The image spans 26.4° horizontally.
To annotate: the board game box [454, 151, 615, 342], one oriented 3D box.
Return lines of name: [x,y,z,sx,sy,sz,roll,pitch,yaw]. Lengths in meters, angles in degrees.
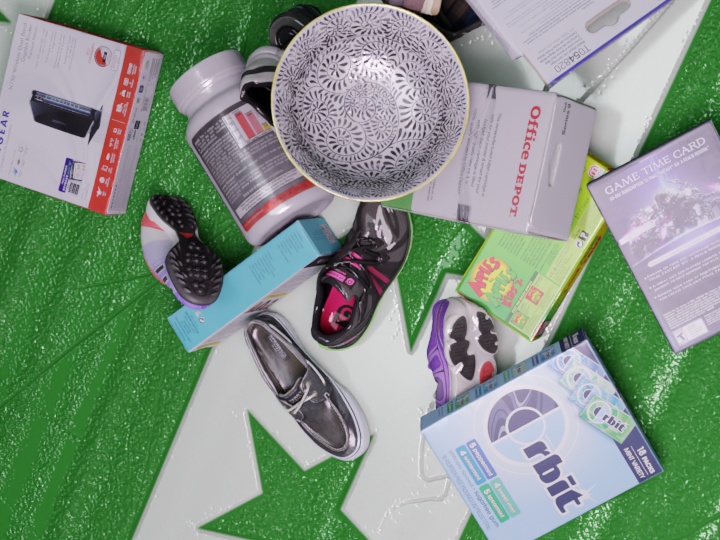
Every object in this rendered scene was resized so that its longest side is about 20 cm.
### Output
board game box: [0.197,-0.036,1.644,0.101,0.048,0.201,34,104,16]

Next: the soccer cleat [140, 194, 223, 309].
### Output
soccer cleat: [-0.207,-0.007,1.748,0.073,0.068,0.200,-66,33,28]

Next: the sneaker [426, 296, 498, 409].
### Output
sneaker: [0.111,0.124,1.683,0.080,0.083,0.201,-7,106,-23]

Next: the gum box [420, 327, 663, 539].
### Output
gum box: [0.190,0.183,1.619,0.199,0.045,0.170,-29,102,10]

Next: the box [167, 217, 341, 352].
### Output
box: [-0.119,0.016,1.746,0.200,0.082,0.049,-36,81,18]

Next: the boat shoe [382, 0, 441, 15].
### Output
boat shoe: [0.034,-0.319,1.616,0.064,0.200,0.072,2,118,-16]

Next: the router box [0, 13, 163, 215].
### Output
router box: [-0.344,-0.186,1.835,0.179,0.049,0.201,18,99,18]

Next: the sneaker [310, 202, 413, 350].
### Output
sneaker: [0.000,0.000,1.700,0.076,0.084,0.201,22,101,17]

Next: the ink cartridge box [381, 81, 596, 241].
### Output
ink cartridge box: [0.132,-0.118,1.605,0.199,0.084,0.147,14,93,40]

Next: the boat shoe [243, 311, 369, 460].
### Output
boat shoe: [-0.070,0.136,1.741,0.072,0.071,0.200,-43,79,17]

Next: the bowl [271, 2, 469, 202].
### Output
bowl: [0.007,-0.166,1.580,0.200,0.094,0.202,0,87,-5]

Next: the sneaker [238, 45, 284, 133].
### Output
sneaker: [-0.052,-0.153,1.654,0.200,0.080,0.074,37,123,-7]

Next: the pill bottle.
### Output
pill bottle: [-0.124,-0.139,1.721,0.116,0.116,0.201,-34,82,19]

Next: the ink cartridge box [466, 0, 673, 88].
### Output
ink cartridge box: [0.209,-0.311,1.587,0.199,0.041,0.200,-34,78,-7]

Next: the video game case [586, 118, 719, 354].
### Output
video game case: [0.341,-0.034,1.579,0.142,0.019,0.201,-28,94,12]

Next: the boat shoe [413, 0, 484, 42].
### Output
boat shoe: [0.089,-0.277,1.664,0.199,0.057,0.069,-22,86,20]

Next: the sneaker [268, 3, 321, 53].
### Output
sneaker: [-0.019,-0.211,1.701,0.075,0.079,0.200,-26,106,29]
